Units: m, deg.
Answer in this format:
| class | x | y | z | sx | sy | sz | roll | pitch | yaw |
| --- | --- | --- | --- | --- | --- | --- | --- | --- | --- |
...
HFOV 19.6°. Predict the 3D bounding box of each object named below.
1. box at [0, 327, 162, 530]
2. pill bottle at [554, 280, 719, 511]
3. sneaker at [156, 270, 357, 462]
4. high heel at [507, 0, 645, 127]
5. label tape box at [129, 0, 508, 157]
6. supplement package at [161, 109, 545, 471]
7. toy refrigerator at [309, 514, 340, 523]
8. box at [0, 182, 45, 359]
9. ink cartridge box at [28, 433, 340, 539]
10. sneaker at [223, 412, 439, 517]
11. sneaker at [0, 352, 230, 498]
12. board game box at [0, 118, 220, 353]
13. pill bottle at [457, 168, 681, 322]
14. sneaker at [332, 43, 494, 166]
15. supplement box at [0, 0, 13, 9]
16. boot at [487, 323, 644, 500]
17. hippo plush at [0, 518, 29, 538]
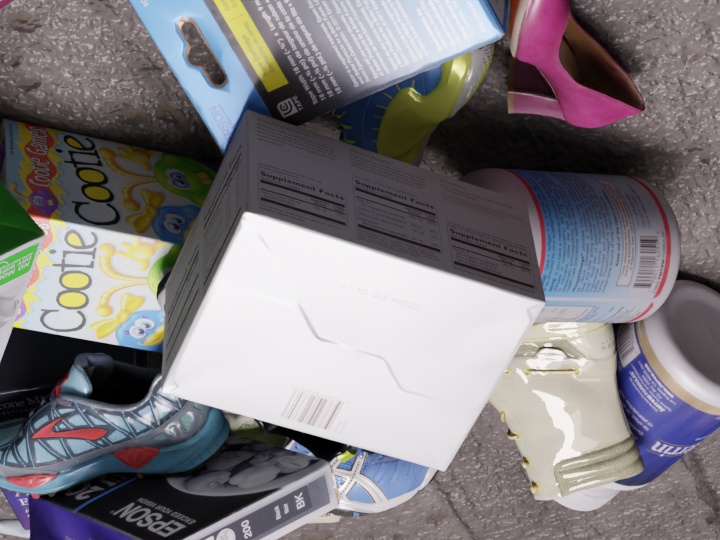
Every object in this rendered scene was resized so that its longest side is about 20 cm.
| class | x | y | z | sx | sy | sz | roll | pitch | yaw |
| --- | --- | --- | --- | --- | --- | --- | --- | --- | --- |
| box | -0.221 | 0.102 | 1.625 | 0.147 | 0.105 | 0.200 | -10 | 142 | 6 |
| pill bottle | 0.223 | 0.106 | 1.679 | 0.115 | 0.116 | 0.200 | 17 | 137 | -27 |
| sneaker | -0.060 | 0.066 | 1.437 | 0.072 | 0.083 | 0.200 | -35 | 129 | 18 |
| high heel | 0.145 | -0.154 | 1.363 | 0.096 | 0.068 | 0.200 | 2 | 163 | 4 |
| label tape box | -0.029 | -0.177 | 1.290 | 0.199 | 0.063 | 0.144 | -21 | 117 | 19 |
| supplement package | -0.009 | 0.015 | 1.326 | 0.199 | 0.111 | 0.156 | 17 | 125 | -16 |
| toy refrigerator | -0.047 | 0.133 | 1.715 | 0.076 | 0.070 | 0.200 | 0 | 142 | -8 |
| box | -0.317 | -0.024 | 1.370 | 0.097 | 0.200 | 0.177 | -29 | 159 | -39 |
| ink cartridge box | -0.148 | 0.174 | 1.468 | 0.200 | 0.198 | 0.044 | -26 | 110 | -31 |
| sneaker | -0.031 | 0.143 | 1.617 | 0.199 | 0.076 | 0.077 | -3 | 144 | -8 |
| sneaker | -0.195 | 0.098 | 1.491 | 0.199 | 0.079 | 0.096 | -11 | 120 | 16 |
| board game box | -0.167 | -0.019 | 1.467 | 0.199 | 0.105 | 0.103 | 11 | 129 | -21 |
| pill bottle | 0.122 | -0.017 | 1.477 | 0.199 | 0.109 | 0.109 | 2 | 144 | -35 |
| sneaker | 0.008 | -0.119 | 1.415 | 0.105 | 0.076 | 0.200 | 27 | 135 | -10 |
| supplement box | -0.186 | -0.246 | 1.162 | 0.200 | 0.131 | 0.103 | -28 | 137 | 27 |
| boot | 0.114 | 0.104 | 1.625 | 0.199 | 0.072 | 0.155 | -8 | 108 | 25 |
| hippo plush | -0.181 | 0.233 | 1.802 | 0.161 | 0.159 | 0.200 | -37 | 92 | 10 |
